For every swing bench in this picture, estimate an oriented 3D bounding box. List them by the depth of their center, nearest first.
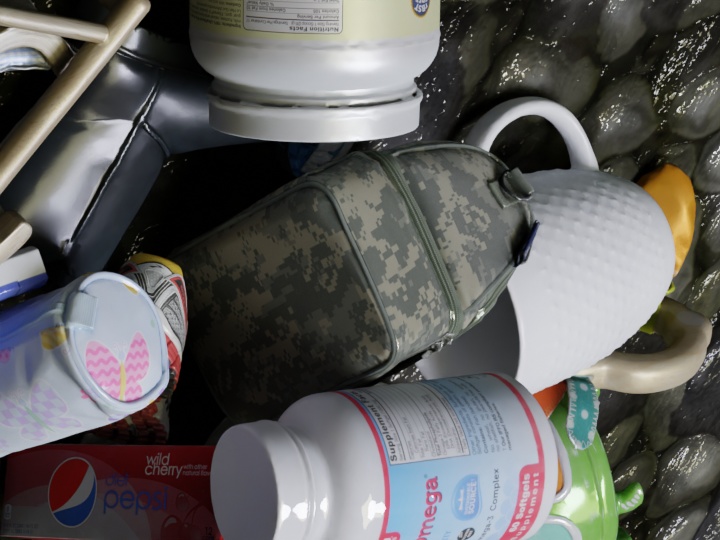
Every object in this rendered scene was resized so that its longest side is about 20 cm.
[{"bbox_3d":[-0.243,-0.109,1.330,0.129,0.199,0.201,6,119,-47],"label":"swing bench"}]

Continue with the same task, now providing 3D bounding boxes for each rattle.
[{"bbox_3d":[0.185,0.029,1.926,0.199,0.130,0.143,-23,147,-44],"label":"rattle"}]

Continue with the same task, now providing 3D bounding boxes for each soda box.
[{"bbox_3d":[-0.138,0.145,1.671,0.070,0.199,0.064,14,77,-50],"label":"soda box"}]

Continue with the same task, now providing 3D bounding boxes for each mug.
[{"bbox_3d":[0.125,-0.022,1.839,0.175,0.147,0.201,-20,105,-34],"label":"mug"}]

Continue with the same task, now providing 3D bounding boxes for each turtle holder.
[{"bbox_3d":[0.129,0.171,2.032,0.131,0.142,0.185,-17,176,-13],"label":"turtle holder"}]

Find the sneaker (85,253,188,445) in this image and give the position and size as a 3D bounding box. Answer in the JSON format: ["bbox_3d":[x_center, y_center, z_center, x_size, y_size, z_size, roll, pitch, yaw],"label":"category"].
[{"bbox_3d":[-0.143,0.054,1.651,0.077,0.083,0.200,18,153,-10],"label":"sneaker"}]

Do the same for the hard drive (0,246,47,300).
[{"bbox_3d":[-0.292,0.035,1.488,0.199,0.132,0.026,-20,92,-30],"label":"hard drive"}]

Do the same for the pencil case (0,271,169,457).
[{"bbox_3d":[-0.206,0.060,1.537,0.091,0.199,0.083,50,43,-28],"label":"pencil case"}]

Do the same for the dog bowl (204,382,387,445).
[{"bbox_3d":[-0.016,0.168,1.809,0.199,0.200,0.079,-25,137,-26],"label":"dog bowl"}]

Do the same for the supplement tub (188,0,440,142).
[{"bbox_3d":[-0.026,-0.182,1.476,0.144,0.145,0.201,-10,107,-39],"label":"supplement tub"}]

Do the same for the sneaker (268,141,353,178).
[{"bbox_3d":[0.005,-0.145,1.652,0.086,0.075,0.201,-12,134,-50],"label":"sneaker"}]

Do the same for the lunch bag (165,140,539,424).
[{"bbox_3d":[0.000,0.000,1.676,0.167,0.140,0.200,-28,179,-44],"label":"lunch bag"}]

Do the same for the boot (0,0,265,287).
[{"bbox_3d":[-0.133,-0.068,1.578,0.200,0.076,0.169,17,110,-47],"label":"boot"}]

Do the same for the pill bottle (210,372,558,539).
[{"bbox_3d":[0.014,0.125,1.595,0.199,0.109,0.109,-6,128,-33],"label":"pill bottle"}]
